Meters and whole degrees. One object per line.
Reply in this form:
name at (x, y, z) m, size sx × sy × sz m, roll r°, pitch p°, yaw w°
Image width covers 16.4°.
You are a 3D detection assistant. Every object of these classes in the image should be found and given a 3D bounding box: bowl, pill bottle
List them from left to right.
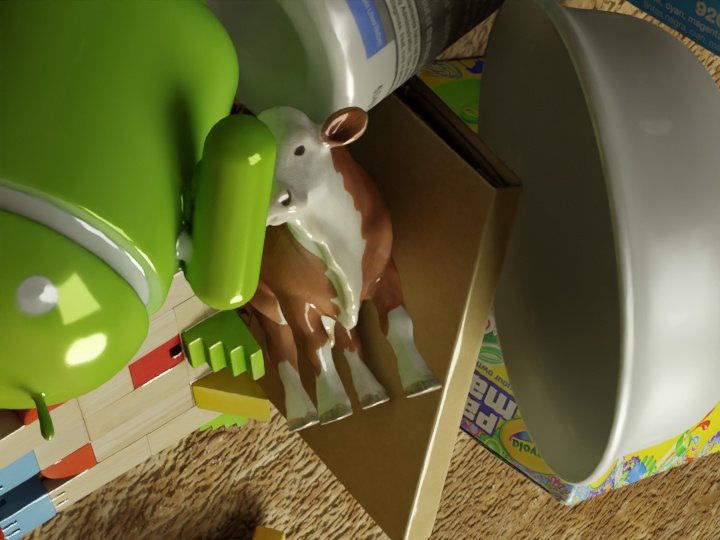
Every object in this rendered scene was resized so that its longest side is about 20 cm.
pill bottle at (0.024, -0.153, 1.034) m, size 0.200 × 0.114 × 0.114 m, roll -39°, pitch 148°, yaw -26°
bowl at (0.115, -0.018, 1.007) m, size 0.090 × 0.202 × 0.202 m, roll -7°, pitch 136°, yaw -11°

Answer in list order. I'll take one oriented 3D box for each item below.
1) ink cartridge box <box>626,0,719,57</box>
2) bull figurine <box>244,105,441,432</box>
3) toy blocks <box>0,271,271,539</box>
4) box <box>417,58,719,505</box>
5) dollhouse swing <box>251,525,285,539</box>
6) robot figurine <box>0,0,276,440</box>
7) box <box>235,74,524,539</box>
ink cartridge box at (0.225, -0.222, 1.237) m, size 0.147 × 0.144 × 0.201 m, roll -27°, pitch 141°, yaw -39°
bull figurine at (-0.018, 0.000, 1.019) m, size 0.065 × 0.122 × 0.200 m, roll -17°, pitch 177°, yaw -6°
toy blocks at (-0.123, 0.041, 1.055) m, size 0.136 × 0.100 × 0.200 m, roll -30°, pitch 156°, yaw -14°
box at (0.097, -0.004, 1.218) m, size 0.192 × 0.200 × 0.122 m, roll -12°, pitch 130°, yaw -53°
dollhouse swing at (-0.132, 0.235, 1.300) m, size 0.181 × 0.176 × 0.201 m, roll 5°, pitch 127°, yaw -11°
robot figurine at (-0.115, -0.039, 0.905) m, size 0.116 × 0.175 × 0.201 m, roll 92°, pitch 15°, yaw -65°
box at (0.000, 0.000, 1.113) m, size 0.021 × 0.164 × 0.201 m, roll -13°, pitch 132°, yaw -33°
